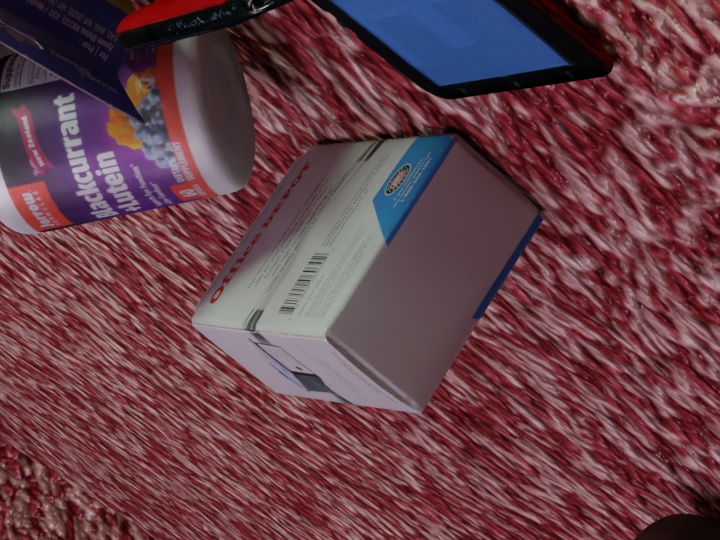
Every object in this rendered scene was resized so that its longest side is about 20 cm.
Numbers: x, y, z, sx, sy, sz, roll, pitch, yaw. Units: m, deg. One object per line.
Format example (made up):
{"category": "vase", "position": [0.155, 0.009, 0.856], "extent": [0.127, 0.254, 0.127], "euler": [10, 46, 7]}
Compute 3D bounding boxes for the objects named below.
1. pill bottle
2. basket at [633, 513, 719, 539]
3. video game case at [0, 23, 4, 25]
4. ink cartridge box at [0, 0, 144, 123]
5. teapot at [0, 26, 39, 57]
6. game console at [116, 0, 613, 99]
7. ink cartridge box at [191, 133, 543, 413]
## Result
{"category": "pill bottle", "position": [-0.174, -0.084, 1.515], "extent": [0.198, 0.112, 0.112], "euler": [-12, 147, 14]}
{"category": "basket", "position": [0.273, 0.243, 1.678], "extent": [0.180, 0.136, 0.200], "euler": [48, 164, -27]}
{"category": "video game case", "position": [-0.293, -0.171, 1.473], "extent": [0.199, 0.018, 0.143], "euler": [9, 178, 25]}
{"category": "ink cartridge box", "position": [-0.213, -0.187, 1.378], "extent": [0.197, 0.047, 0.200], "euler": [29, -165, -47]}
{"category": "teapot", "position": [-0.289, -0.133, 1.645], "extent": [0.197, 0.147, 0.200], "euler": [27, -177, -30]}
{"category": "game console", "position": [-0.003, -0.113, 1.252], "extent": [0.200, 0.172, 0.119], "euler": [-2, 113, 65]}
{"category": "ink cartridge box", "position": [0.000, 0.000, 1.503], "extent": [0.086, 0.147, 0.200], "euler": [39, 165, -20]}
